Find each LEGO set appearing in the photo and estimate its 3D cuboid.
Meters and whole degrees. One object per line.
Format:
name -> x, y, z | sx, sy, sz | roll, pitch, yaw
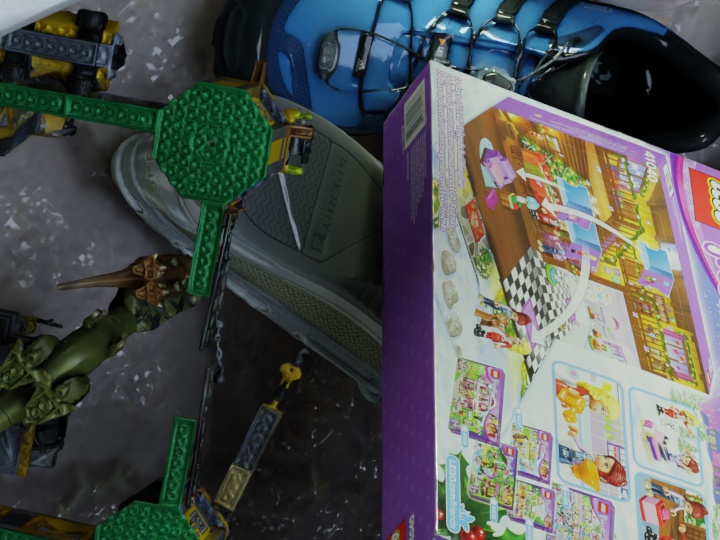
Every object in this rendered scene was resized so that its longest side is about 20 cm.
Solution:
LEGO set -> -0.090, 0.010, 0.854 | 0.154, 0.116, 0.200 | 3, 97, 7

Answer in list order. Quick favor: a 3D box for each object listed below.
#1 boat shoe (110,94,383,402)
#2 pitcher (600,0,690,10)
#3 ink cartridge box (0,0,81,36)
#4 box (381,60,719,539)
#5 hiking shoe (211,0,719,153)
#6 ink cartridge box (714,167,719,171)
boat shoe -> -0.001, 0.001, 0.953 | 0.202, 0.065, 0.075 | 31, 67, -37
pitcher -> 0.142, -0.181, 0.959 | 0.172, 0.121, 0.200 | 47, 65, -37
ink cartridge box -> -0.126, -0.127, 0.761 | 0.146, 0.200, 0.086 | -27, 114, -22
box -> 0.074, 0.034, 0.856 | 0.137, 0.200, 0.039 | 19, 136, -19
hiking shoe -> 0.046, -0.079, 0.938 | 0.200, 0.087, 0.074 | 1, 101, -30
ink cartridge box -> 0.151, 0.091, 0.998 | 0.198, 0.047, 0.200 | 66, 26, -24
